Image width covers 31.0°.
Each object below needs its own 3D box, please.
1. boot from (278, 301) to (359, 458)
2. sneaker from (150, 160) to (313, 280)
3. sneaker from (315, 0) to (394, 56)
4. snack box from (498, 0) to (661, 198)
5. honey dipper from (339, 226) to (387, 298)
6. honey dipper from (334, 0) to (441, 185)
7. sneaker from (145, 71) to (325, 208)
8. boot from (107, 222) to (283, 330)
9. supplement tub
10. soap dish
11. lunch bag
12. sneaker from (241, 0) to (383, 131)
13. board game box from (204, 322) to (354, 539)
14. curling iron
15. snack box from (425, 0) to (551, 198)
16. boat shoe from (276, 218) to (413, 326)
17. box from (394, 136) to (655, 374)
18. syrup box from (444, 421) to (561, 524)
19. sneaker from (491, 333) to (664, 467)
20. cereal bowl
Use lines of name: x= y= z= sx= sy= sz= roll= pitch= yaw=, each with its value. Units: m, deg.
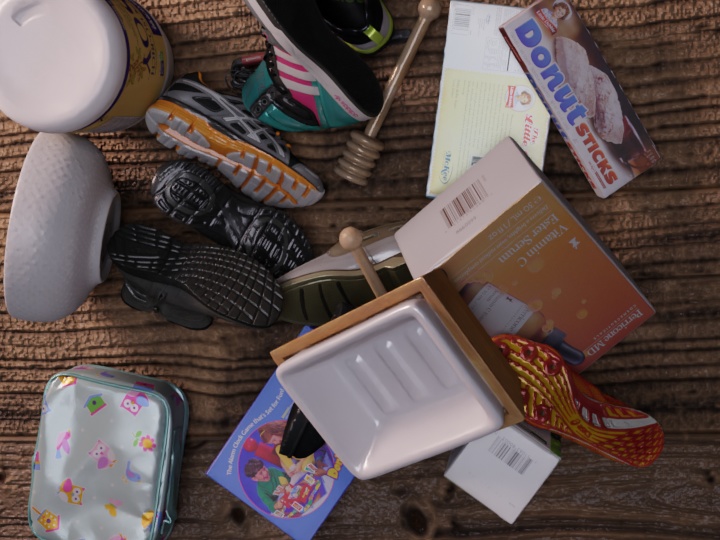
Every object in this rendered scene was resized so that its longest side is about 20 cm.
boot: x=0.022 y=0.133 z=1.305 sx=0.162 sy=0.073 sz=0.199 roll=22 pitch=115 yaw=-8
sneaker: x=-0.132 y=-0.054 z=1.356 sx=0.200 sy=0.091 sz=0.076 roll=39 pitch=89 yaw=-18
sneaker: x=-0.041 y=-0.295 z=1.298 sx=0.200 sy=0.083 sz=0.072 roll=42 pitch=98 yaw=14
snack box: x=0.217 y=-0.174 z=1.281 sx=0.072 sy=0.024 sz=0.200 roll=-34 pitch=102 yaw=-2
honey dipper: x=0.024 y=0.033 z=1.303 sx=0.038 sy=0.038 sz=0.200 roll=-23 pitch=126 yaw=11
honey dipper: x=0.031 y=-0.184 z=1.322 sx=0.038 sy=0.038 sz=0.201 roll=26 pitch=101 yaw=6
sneaker: x=-0.119 y=-0.136 z=1.342 sx=0.200 sy=0.078 sz=0.077 roll=32 pitch=58 yaw=-12
boot: x=-0.165 y=0.024 z=1.347 sx=0.199 sy=0.131 sz=0.068 roll=22 pitch=65 yaw=13
supplement tub: x=-0.274 y=-0.210 z=1.296 sx=0.145 sy=0.200 sz=0.146 roll=1 pitch=97 yaw=9
soap dish: x=0.035 y=0.094 z=1.178 sx=0.200 sy=0.081 sz=0.158 roll=-27 pitch=105 yaw=39
lunch bag: x=-0.268 y=0.210 z=1.403 sx=0.160 sy=0.077 sz=0.201 roll=10 pitch=98 yaw=7
sneaker: x=-0.080 y=-0.210 z=1.274 sx=0.120 sy=0.084 sz=0.200 roll=-19 pitch=124 yaw=37
board game box: x=-0.054 y=0.171 z=1.380 sx=0.134 sy=0.045 sz=0.200 roll=35 pitch=100 yaw=4
curling iron: x=-0.044 y=-0.220 z=1.348 sx=0.199 sy=0.026 sz=0.050 roll=-16 pitch=114 yaw=6
snack box: x=0.136 y=-0.166 z=1.316 sx=0.116 sy=0.037 sz=0.201 roll=8 pitch=97 yaw=7
boat shoe: x=0.000 y=0.000 z=1.339 sx=0.199 sy=0.069 sz=0.075 roll=-14 pitch=134 yaw=4
box: x=0.158 y=0.002 z=1.255 sx=0.152 sy=0.106 sz=0.200 roll=-41 pitch=118 yaw=11
syrup box: x=0.142 y=0.168 z=1.268 sx=0.079 sy=0.200 sz=0.082 roll=35 pitch=101 yaw=4
sneaker: x=0.192 y=0.128 z=1.230 sx=0.200 sy=0.077 sz=0.073 roll=35 pitch=81 yaw=-12
cereal bowl: x=-0.294 y=-0.042 z=1.322 sx=0.083 sy=0.200 sz=0.201 roll=9 pitch=98 yaw=-2
